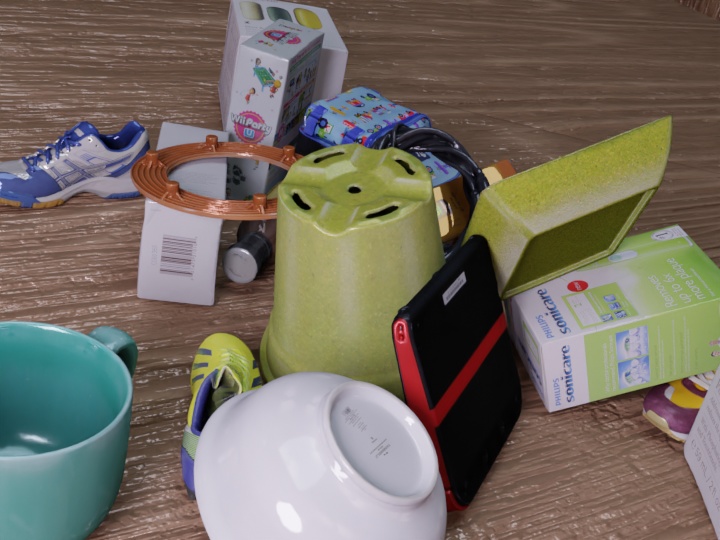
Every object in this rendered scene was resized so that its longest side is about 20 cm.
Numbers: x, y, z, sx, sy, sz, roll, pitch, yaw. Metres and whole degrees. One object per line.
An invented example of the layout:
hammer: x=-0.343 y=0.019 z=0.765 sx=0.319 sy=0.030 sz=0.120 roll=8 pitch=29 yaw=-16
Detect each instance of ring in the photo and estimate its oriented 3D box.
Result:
ring: x=-0.122 y=-0.095 z=0.980 sx=0.197 sy=0.019 sz=0.201 roll=5 pitch=25 yaw=-2

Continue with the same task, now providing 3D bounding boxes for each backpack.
backpack: x=0.033 y=-0.119 z=1.233 sx=0.199 sy=0.136 sz=0.182 roll=32 pitch=33 yaw=26

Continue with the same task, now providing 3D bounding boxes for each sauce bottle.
sauce bottle: x=-0.098 y=-0.045 z=1.112 sx=0.064 sy=0.065 sz=0.200 roll=18 pitch=30 yaw=9

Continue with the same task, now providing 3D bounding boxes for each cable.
cable: x=0.062 y=-0.075 z=1.079 sx=0.161 sy=0.051 sz=0.202 roll=-12 pitch=58 yaw=-8

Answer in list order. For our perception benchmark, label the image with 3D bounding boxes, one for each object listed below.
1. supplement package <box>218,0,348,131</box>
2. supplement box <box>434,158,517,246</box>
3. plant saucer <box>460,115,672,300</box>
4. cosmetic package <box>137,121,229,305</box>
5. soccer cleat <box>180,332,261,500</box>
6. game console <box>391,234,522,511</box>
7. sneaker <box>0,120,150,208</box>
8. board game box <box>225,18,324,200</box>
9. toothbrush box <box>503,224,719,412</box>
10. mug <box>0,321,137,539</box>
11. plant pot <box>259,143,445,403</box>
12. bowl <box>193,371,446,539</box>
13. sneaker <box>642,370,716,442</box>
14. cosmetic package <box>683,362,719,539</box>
supplement package: x=-0.117 y=-0.283 z=1.443 sx=0.149 sy=0.152 sz=0.201 roll=5 pitch=29 yaw=-14
supplement box: x=0.095 y=-0.054 z=1.136 sx=0.198 sy=0.069 sz=0.067 roll=-21 pitch=69 yaw=-24
plant saucer: x=0.191 y=-0.042 z=0.952 sx=0.198 sy=0.200 sz=0.048 roll=-21 pitch=68 yaw=-15
cosmetic package: x=-0.182 y=-0.064 z=1.056 sx=0.080 sy=0.114 sz=0.201 roll=7 pitch=30 yaw=-8
soccer cleat: x=-0.107 y=0.100 z=0.818 sx=0.064 sy=0.085 sz=0.201 roll=8 pitch=28 yaw=-8
game console: x=0.084 y=0.083 z=0.848 sx=0.031 sy=0.179 sz=0.200 roll=-8 pitch=17 yaw=28
sneaker: x=-0.329 y=-0.127 z=1.130 sx=0.198 sy=0.089 sz=0.075 roll=-13 pitch=39 yaw=-38
board game box: x=-0.108 y=-0.180 z=1.204 sx=0.063 sy=0.202 sz=0.148 roll=18 pitch=27 yaw=6
toothbrush box: x=0.255 y=0.044 z=1.009 sx=0.197 sy=0.087 sz=0.146 roll=-15 pitch=30 yaw=-1
mug: x=-0.223 y=0.121 z=0.695 sx=0.183 sy=0.116 sz=0.152 roll=-6 pitch=33 yaw=-34
plant pot: x=0.000 y=0.000 z=0.887 sx=0.197 sy=0.186 sz=0.202 roll=-2 pitch=38 yaw=2
bowl: x=-0.008 y=0.142 z=0.703 sx=0.200 sy=0.090 sz=0.202 roll=29 pitch=33 yaw=-21
sneaker: x=0.359 y=0.106 z=1.010 sx=0.198 sy=0.091 sz=0.075 roll=-10 pitch=36 yaw=-38
cosmetic package: x=0.399 y=0.137 z=0.853 sx=0.164 sy=0.202 sz=0.168 roll=11 pitch=27 yaw=-3
